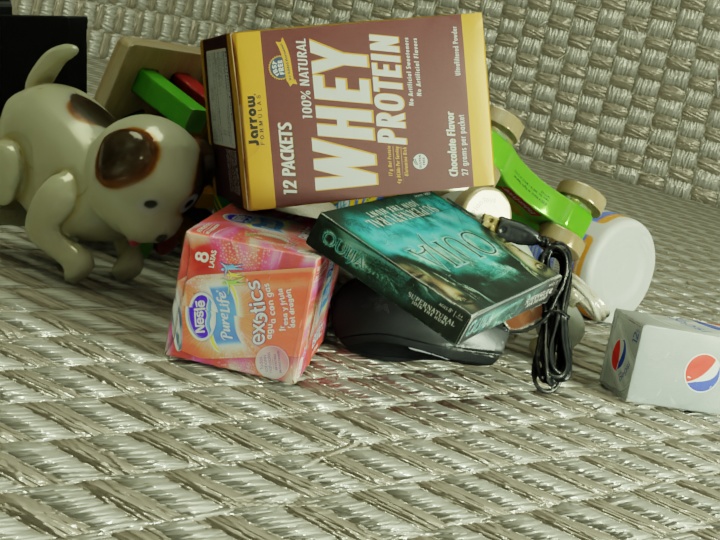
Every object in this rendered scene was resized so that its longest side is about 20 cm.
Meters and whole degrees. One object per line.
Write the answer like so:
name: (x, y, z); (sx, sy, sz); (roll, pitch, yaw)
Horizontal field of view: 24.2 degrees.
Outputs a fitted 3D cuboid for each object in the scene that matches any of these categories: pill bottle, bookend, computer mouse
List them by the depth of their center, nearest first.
computer mouse: (0.082, 0.011, 1.343); (0.198, 0.142, 0.046); (11, -22, -3)
bookend: (-0.285, -0.175, 1.704); (0.197, 0.202, 0.092); (2, 9, 5)
pill bottle: (0.205, -0.023, 1.789); (0.111, 0.113, 0.199); (3, 13, -43)

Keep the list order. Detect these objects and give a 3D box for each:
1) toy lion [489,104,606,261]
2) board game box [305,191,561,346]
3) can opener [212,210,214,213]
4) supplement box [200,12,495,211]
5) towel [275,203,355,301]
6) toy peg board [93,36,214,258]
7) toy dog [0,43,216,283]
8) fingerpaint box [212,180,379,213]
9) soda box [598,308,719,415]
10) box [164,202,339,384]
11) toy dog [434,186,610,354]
toy lion: (0.100, -0.089, 1.560); (0.200, 0.069, 0.191); (37, -17, -32)
board game box: (0.060, -0.008, 1.247); (0.135, 0.028, 0.200); (34, 20, 16)
can opener: (-0.111, -0.051, 1.719); (0.198, 0.067, 0.053); (11, 9, 23)
supplement box: (-0.016, -0.130, 1.348); (0.195, 0.134, 0.200); (-6, 8, -11)
towel: (0.000, 0.000, 1.438); (0.200, 0.035, 0.132); (39, 19, 17)
toy peg board: (-0.163, -0.098, 1.574); (0.098, 0.201, 0.198); (39, 23, 32)
toy dog: (-0.212, -0.082, 1.401); (0.199, 0.196, 0.139); (11, -5, 39)
fingerpaint box: (-0.053, -0.104, 1.568); (0.073, 0.168, 0.200); (17, 34, 26)
soda box: (0.308, 0.084, 1.421); (0.198, 0.069, 0.063); (9, 10, -16)
box: (-0.076, 0.012, 1.276); (0.102, 0.096, 0.200); (12, 9, 5)
toy dog: (0.110, 0.007, 1.450); (0.200, 0.096, 0.132); (47, -9, -1)
